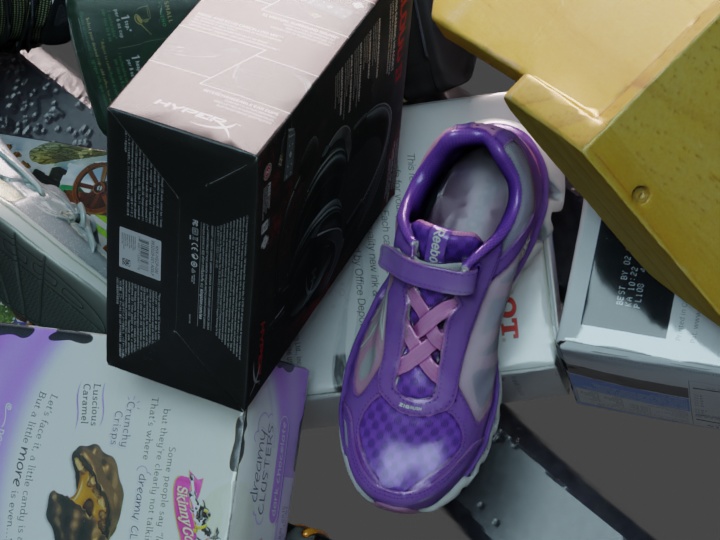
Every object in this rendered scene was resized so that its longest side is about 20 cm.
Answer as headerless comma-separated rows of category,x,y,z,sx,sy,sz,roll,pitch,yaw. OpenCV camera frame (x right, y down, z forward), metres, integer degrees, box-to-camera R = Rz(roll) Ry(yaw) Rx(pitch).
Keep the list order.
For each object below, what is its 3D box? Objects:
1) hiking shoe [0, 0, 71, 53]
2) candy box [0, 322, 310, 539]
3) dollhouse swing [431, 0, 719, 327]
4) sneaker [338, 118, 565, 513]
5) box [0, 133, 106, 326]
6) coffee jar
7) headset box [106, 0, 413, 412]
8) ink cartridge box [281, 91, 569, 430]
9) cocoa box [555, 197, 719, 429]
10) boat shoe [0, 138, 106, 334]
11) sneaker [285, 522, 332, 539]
hiking shoe,-0.200,-0.150,1.344,0.100,0.076,0.200,23,42,11
candy box,-0.136,0.115,1.230,0.199,0.072,0.169,6,84,23
dollhouse swing,0.165,-0.107,1.192,0.200,0.176,0.182,-45,114,-6
sneaker,0.037,0.014,1.202,0.080,0.088,0.201,16,81,12
box,-0.210,-0.006,1.364,0.199,0.038,0.137,9,76,12
coffee jar,-0.042,-0.130,1.293,0.199,0.085,0.105,-7,116,12
headset box,-0.041,-0.059,1.170,0.077,0.149,0.200,19,42,16
ink cartridge box,0.000,0.000,1.301,0.199,0.086,0.147,-7,74,7
cocoa box,0.181,-0.030,1.254,0.133,0.131,0.201,10,76,12
boat shoe,-0.183,-0.037,1.312,0.202,0.075,0.065,37,60,25
sneaker,-0.063,0.145,1.278,0.199,0.078,0.078,-1,69,11
